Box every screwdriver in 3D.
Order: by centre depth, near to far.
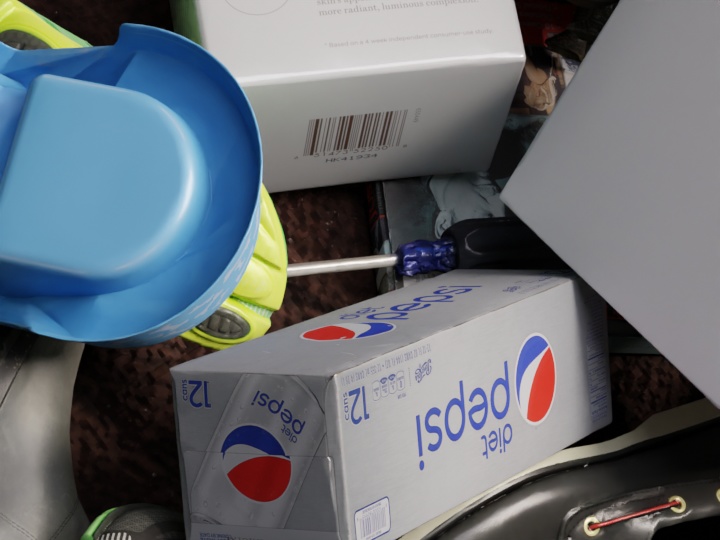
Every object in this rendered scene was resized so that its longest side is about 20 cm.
[{"bbox_3d":[0.000,0.000,0.893,0.199,0.028,0.029,-9,42,-25],"label":"screwdriver"}]

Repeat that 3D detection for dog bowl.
[{"bbox_3d":[-0.125,-0.032,0.783,0.199,0.050,0.112,11,75,14],"label":"dog bowl"}]

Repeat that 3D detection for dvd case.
[{"bbox_3d":[0.066,-0.061,0.977,0.145,0.022,0.201,2,64,-21],"label":"dvd case"}]

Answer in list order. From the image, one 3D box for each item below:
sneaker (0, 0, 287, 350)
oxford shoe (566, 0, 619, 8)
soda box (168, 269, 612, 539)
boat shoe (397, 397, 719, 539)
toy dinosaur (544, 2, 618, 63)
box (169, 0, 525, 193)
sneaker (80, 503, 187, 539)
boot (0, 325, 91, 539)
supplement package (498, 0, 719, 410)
[{"bbox_3d":[-0.100,-0.048,0.856,0.200,0.084,0.074,41,93,13],"label":"sneaker"},{"bbox_3d":[0.077,-0.171,0.922,0.072,0.085,0.201,1,50,-14],"label":"oxford shoe"},{"bbox_3d":[0.017,0.046,0.805,0.200,0.068,0.064,-19,106,-58],"label":"soda box"},{"bbox_3d":[0.083,0.106,0.870,0.201,0.074,0.063,-16,64,-33],"label":"boat shoe"},{"bbox_3d":[0.128,-0.135,0.950,0.077,0.200,0.103,21,81,15],"label":"toy dinosaur"},{"bbox_3d":[-0.017,-0.143,0.922,0.124,0.098,0.201,-6,67,-9],"label":"box"},{"bbox_3d":[-0.015,0.136,0.782,0.200,0.084,0.077,35,49,-27],"label":"sneaker"},{"bbox_3d":[-0.104,0.105,0.811,0.130,0.068,0.201,31,57,-20],"label":"boot"},{"bbox_3d":[0.177,-0.058,0.827,0.111,0.200,0.156,-2,40,-51],"label":"supplement package"}]
